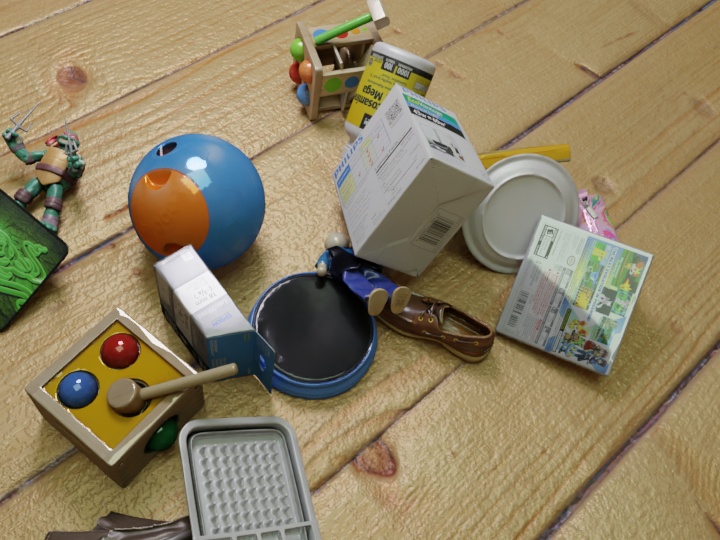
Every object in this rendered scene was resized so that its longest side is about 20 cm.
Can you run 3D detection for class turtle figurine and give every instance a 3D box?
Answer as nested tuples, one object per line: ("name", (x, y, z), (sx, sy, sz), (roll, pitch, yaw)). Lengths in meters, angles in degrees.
("turtle figurine", (-0.485, -0.160, 1.153), (0.149, 0.101, 0.201), (9, 73, 18))

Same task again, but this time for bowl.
("bowl", (-0.071, 0.091, 1.098), (0.199, 0.039, 0.202), (4, 59, -6))

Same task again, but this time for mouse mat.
("mouse mat", (-0.543, -0.027, 1.082), (0.200, 0.008, 0.161), (36, 82, 12))

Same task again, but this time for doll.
("doll", (0.000, 0.000, 1.125), (0.136, 0.049, 0.200), (-3, 29, -31))

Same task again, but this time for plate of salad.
("plate of salad", (0.258, -0.092, 1.196), (0.199, 0.201, 0.048), (-2, 20, -10))

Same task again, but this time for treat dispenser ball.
("treat dispenser ball", (-0.241, -0.101, 1.093), (0.199, 0.201, 0.202), (4, 58, -6))

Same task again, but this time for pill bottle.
("pill bottle", (0.041, -0.269, 1.240), (0.112, 0.201, 0.112), (20, 14, -5))

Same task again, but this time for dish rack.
("dish rack", (-0.146, 0.288, 0.937), (0.171, 0.044, 0.201), (5, 55, -34))

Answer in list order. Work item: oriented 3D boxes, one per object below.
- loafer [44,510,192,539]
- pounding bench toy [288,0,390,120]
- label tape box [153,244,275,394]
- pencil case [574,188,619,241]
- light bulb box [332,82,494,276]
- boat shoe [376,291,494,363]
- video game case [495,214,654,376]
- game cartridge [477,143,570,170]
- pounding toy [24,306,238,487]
("loafer", (-0.295, 0.325, 0.898), (0.199, 0.073, 0.071), (-8, 60, -14))
("pounding bench toy", (-0.041, -0.386, 1.300), (0.155, 0.200, 0.125), (-12, 61, -16))
("label tape box", (-0.203, 0.084, 1.019), (0.063, 0.145, 0.200), (-32, 68, -25))
("pencil case", (0.390, -0.033, 1.218), (0.087, 0.088, 0.201), (-4, 61, -11))
("light bulb box", (0.071, -0.138, 1.126), (0.124, 0.198, 0.201), (19, 36, -30))
("boat shoe", (0.112, 0.070, 1.122), (0.199, 0.068, 0.072), (24, 58, 6))
("video game case", (0.330, 0.036, 1.140), (0.181, 0.022, 0.201), (22, 84, 14))
("game cartridge", (0.224, -0.188, 1.248), (0.199, 0.176, 0.033), (-6, 99, -14))
("pounding toy", (-0.291, 0.159, 0.960), (0.200, 0.142, 0.184), (36, 60, 14))
